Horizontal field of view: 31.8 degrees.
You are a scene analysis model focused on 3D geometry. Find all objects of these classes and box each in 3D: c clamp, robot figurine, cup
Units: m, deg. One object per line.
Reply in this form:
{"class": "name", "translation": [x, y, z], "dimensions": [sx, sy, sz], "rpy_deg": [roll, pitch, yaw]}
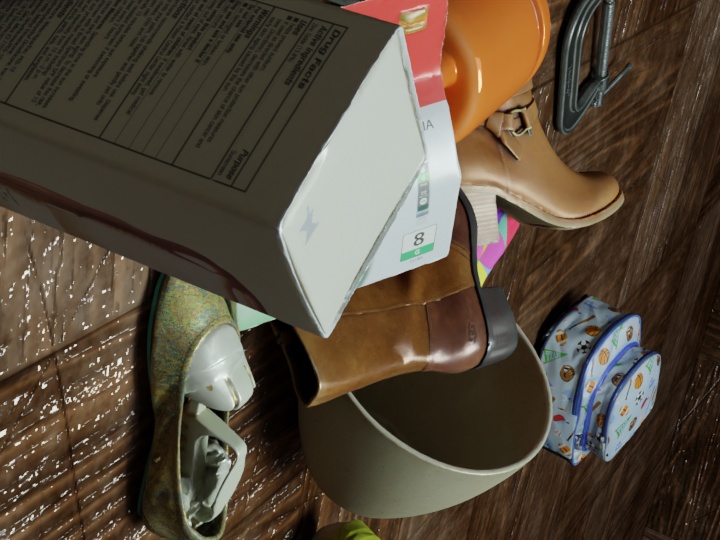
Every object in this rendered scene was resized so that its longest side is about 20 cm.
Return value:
{"class": "c clamp", "translation": [0.252, -0.239, 1.369], "dimensions": [0.171, 0.027, 0.201], "rpy_deg": [-52, 154, -25]}
{"class": "robot figurine", "translation": [0.063, -0.159, 0.885], "dimensions": [0.200, 0.115, 0.146], "rpy_deg": [-41, 122, -48]}
{"class": "cup", "translation": [0.030, 0.111, 0.985], "dimensions": [0.200, 0.200, 0.144], "rpy_deg": [-39, 166, -50]}

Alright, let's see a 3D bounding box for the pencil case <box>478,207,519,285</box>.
{"class": "pencil case", "translation": [0.094, -0.039, 1.104], "dimensions": [0.202, 0.087, 0.089], "rpy_deg": [-59, 156, -21]}

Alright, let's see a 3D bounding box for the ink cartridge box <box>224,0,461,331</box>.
{"class": "ink cartridge box", "translation": [-0.012, -0.065, 0.768], "dimensions": [0.159, 0.050, 0.202], "rpy_deg": [-19, 144, -20]}

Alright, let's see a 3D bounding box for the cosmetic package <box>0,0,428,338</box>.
{"class": "cosmetic package", "translation": [-0.083, -0.064, 0.530], "dimensions": [0.104, 0.198, 0.088], "rpy_deg": [-58, 154, -22]}

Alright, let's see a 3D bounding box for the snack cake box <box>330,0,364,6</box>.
{"class": "snack cake box", "translation": [0.020, -0.268, 0.761], "dimensions": [0.203, 0.066, 0.115], "rpy_deg": [-69, 158, -1]}

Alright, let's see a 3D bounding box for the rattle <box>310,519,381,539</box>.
{"class": "rattle", "translation": [-0.052, 0.314, 1.100], "dimensions": [0.142, 0.131, 0.201], "rpy_deg": [-28, 161, -43]}

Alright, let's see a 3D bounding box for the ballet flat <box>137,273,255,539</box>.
{"class": "ballet flat", "translation": [-0.099, 0.088, 0.798], "dimensions": [0.071, 0.070, 0.203], "rpy_deg": [-32, 137, -55]}

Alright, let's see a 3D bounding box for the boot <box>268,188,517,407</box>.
{"class": "boot", "translation": [0.000, 0.000, 0.918], "dimensions": [0.198, 0.191, 0.068], "rpy_deg": [-7, 159, -37]}

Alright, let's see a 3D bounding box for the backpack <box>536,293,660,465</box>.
{"class": "backpack", "translation": [0.302, 0.139, 1.655], "dimensions": [0.200, 0.152, 0.193], "rpy_deg": [-44, 136, -40]}

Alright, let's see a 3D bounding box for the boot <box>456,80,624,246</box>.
{"class": "boot", "translation": [0.132, -0.110, 1.041], "dimensions": [0.197, 0.076, 0.158], "rpy_deg": [-10, 99, -24]}
